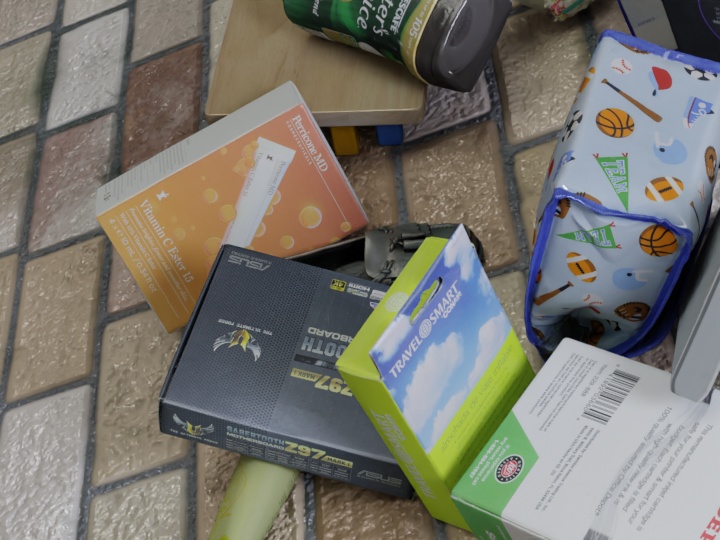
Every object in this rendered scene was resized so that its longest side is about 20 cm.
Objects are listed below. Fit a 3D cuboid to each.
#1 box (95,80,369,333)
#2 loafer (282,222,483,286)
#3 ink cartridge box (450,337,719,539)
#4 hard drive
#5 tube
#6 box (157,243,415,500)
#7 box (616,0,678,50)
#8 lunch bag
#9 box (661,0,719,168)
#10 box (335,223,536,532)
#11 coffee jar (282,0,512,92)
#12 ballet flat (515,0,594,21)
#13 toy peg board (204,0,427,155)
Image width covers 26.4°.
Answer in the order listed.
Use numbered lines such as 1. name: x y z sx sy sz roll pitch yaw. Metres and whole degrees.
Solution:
1. box: -0.112 -0.056 1.330 0.200 0.124 0.097 -29 19 2
2. loafer: 0.000 0.000 1.270 0.200 0.063 0.072 -19 41 13
3. ink cartridge box: 0.184 0.146 0.995 0.200 0.084 0.146 20 61 42
4. hard drive: 0.245 -0.006 1.024 0.026 0.132 0.200 22 20 8
5. tube: -0.080 0.171 1.151 0.052 0.058 0.200 9 54 24
6. box: -0.035 0.074 1.161 0.200 0.051 0.158 15 52 6
7. box: 0.300 -0.309 1.375 0.184 0.105 0.200 -22 40 11
8. lunch bag: 0.189 -0.038 1.110 0.124 0.200 0.170 20 54 6
9. box: 0.319 -0.170 1.147 0.122 0.200 0.106 18 59 41
10. box: 0.059 0.073 1.054 0.048 0.200 0.122 12 55 39
11. coffee jar: 0.033 -0.235 1.370 0.200 0.085 0.104 27 93 31
12. ballet flat: 0.154 -0.294 1.477 0.064 0.076 0.200 -48 37 3
13. toy peg board: -0.028 -0.180 1.469 0.199 0.098 0.200 -1 47 9
